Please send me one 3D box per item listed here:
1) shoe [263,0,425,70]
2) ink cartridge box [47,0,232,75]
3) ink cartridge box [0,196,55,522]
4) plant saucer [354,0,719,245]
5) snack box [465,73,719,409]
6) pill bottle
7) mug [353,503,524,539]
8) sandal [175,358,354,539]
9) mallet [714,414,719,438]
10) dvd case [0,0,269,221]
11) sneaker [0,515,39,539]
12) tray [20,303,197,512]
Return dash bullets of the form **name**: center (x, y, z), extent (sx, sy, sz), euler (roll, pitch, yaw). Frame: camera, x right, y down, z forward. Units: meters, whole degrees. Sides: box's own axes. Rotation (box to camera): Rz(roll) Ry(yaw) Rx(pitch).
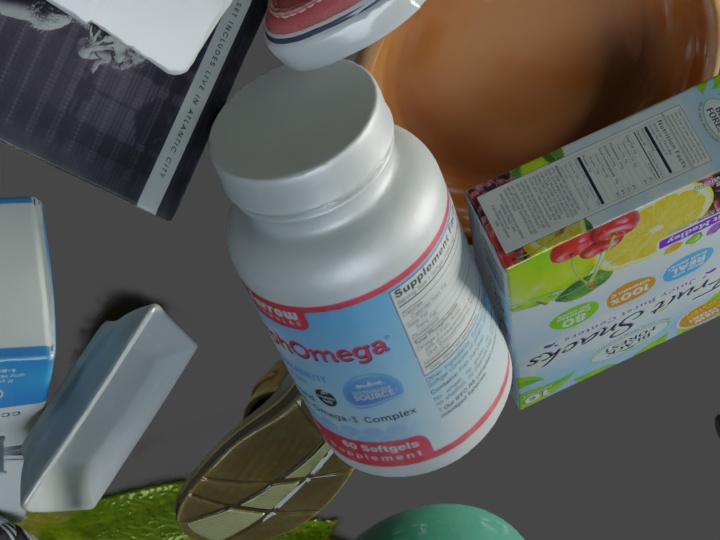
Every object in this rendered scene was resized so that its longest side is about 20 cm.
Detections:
- **shoe**: center (0.018, -0.183, 0.720), extent (0.200, 0.072, 0.091), euler (-40, 129, 4)
- **ink cartridge box**: center (-0.126, -0.177, 0.626), extent (0.199, 0.068, 0.117), euler (33, 95, -22)
- **ink cartridge box**: center (-0.224, 0.052, 0.766), extent (0.145, 0.087, 0.201), euler (-4, 151, -17)
- **plant saucer**: center (0.087, -0.103, 0.832), extent (0.198, 0.038, 0.202), euler (-11, 130, -13)
- **snack box**: center (0.133, -0.008, 0.865), extent (0.141, 0.053, 0.200), euler (-23, 155, -3)
- **pill bottle**: center (0.000, 0.000, 0.793), extent (0.108, 0.109, 0.201), euler (-24, 132, 1)
- **mug**: center (0.054, 0.232, 1.041), extent (0.151, 0.115, 0.186), euler (-29, 132, 5)
- **sandal**: center (-0.030, 0.074, 0.928), extent (0.080, 0.054, 0.201), euler (34, 96, -33)
- **mallet**: center (0.331, 0.084, 1.078), extent (0.198, 0.041, 0.066), euler (-20, 134, 3)
- **dvd case**: center (-0.133, -0.127, 0.703), extent (0.199, 0.016, 0.150), euler (25, 88, -34)
- **sneaker**: center (-0.226, 0.175, 0.780), extent (0.075, 0.116, 0.199), euler (-25, 152, 29)
- **tray**: center (-0.125, 0.068, 0.807), extent (0.022, 0.200, 0.108), euler (33, 83, 4)
